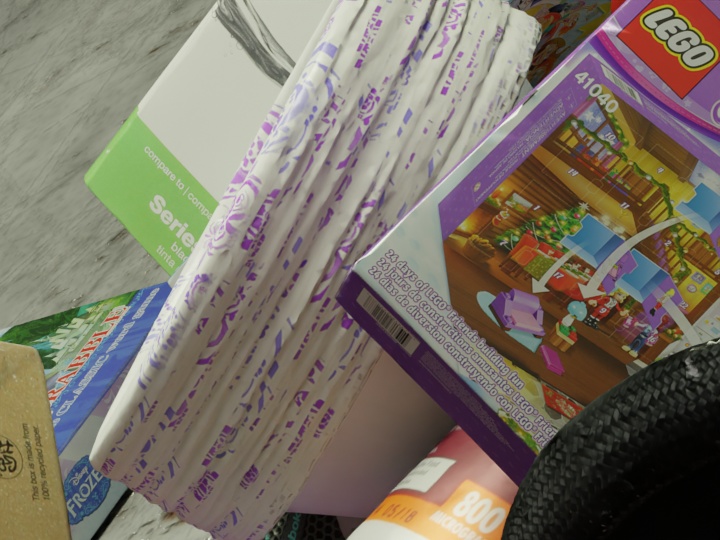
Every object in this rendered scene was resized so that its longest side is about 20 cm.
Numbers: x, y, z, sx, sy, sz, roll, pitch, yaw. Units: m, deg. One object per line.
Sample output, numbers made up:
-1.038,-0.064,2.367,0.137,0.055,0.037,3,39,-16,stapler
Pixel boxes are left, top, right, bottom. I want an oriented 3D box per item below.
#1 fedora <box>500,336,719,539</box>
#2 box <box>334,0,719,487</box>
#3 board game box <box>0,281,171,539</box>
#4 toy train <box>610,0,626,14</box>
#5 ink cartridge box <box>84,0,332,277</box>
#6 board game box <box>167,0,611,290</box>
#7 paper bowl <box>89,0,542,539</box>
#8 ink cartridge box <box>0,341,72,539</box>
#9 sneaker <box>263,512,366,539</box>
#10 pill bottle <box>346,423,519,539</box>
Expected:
0.135,0.081,0.713,0.200,0.201,0.092,-23,12,33,fedora
0.110,0.029,0.818,0.137,0.200,0.039,-43,-4,-16,box
-0.177,0.097,1.351,0.199,0.041,0.200,-16,30,44,board game box
0.178,-0.136,1.047,0.085,0.115,0.201,-118,40,-49,toy train
-0.005,-0.092,1.258,0.200,0.084,0.145,-49,-13,28,ink cartridge box
0.024,-0.057,1.185,0.200,0.034,0.134,-49,-18,24,board game box
0.000,0.000,0.958,0.201,0.104,0.201,-60,6,10,paper bowl
-0.158,0.145,0.988,0.165,0.075,0.201,-56,35,36,ink cartridge box
-0.001,0.057,1.113,0.091,0.078,0.200,-35,16,27,sneaker
0.098,0.057,0.889,0.200,0.114,0.114,-45,22,-18,pill bottle
